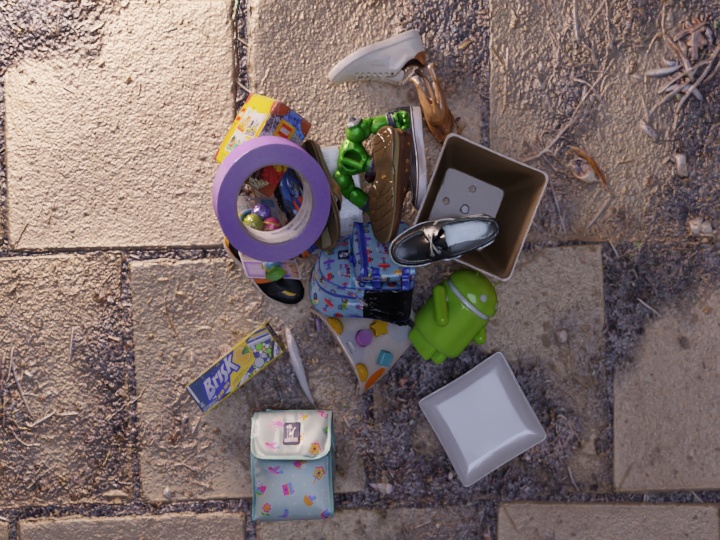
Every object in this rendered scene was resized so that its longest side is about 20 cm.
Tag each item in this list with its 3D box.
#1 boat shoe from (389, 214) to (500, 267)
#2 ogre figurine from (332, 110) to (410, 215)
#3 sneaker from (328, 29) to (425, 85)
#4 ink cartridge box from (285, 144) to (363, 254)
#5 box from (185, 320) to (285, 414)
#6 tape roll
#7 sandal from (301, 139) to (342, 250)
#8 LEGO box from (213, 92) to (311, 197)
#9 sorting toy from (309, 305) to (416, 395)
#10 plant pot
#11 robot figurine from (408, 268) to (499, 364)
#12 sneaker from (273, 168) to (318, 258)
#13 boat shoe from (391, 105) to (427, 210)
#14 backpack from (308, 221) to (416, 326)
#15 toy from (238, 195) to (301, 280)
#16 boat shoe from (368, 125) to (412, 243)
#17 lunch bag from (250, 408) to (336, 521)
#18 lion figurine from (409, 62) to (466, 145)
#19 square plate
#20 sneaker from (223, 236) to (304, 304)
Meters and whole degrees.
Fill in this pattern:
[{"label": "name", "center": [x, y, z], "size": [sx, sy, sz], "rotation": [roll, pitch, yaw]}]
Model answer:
[{"label": "boat shoe", "center": [0.144, -0.055, 1.211], "size": [0.195, 0.060, 0.078], "rotation": [-20, 94, 2]}, {"label": "ogre figurine", "center": [0.014, -0.206, 1.316], "size": [0.117, 0.100, 0.202], "rotation": [13, 131, -14]}, {"label": "sneaker", "center": [0.036, -0.390, 1.367], "size": [0.195, 0.073, 0.087], "rotation": [-23, 90, -1]}, {"label": "ink cartridge box", "center": [-0.073, -0.140, 1.399], "size": [0.157, 0.050, 0.206], "rotation": [-7, 104, -1]}, {"label": "box", "center": [-0.245, 0.191, 1.393], "size": [0.198, 0.064, 0.071], "rotation": [-38, 93, 1]}, {"label": "tape roll", "center": [-0.151, -0.121, 1.205], "size": [0.194, 0.066, 0.206], "rotation": [-8, 114, -17]}, {"label": "sandal", "center": [-0.066, -0.141, 1.300], "size": [0.053, 0.079, 0.206], "rotation": [-5, 79, -44]}, {"label": "LEGO box", "center": [-0.186, -0.236, 1.303], "size": [0.076, 0.200, 0.151], "rotation": [30, 93, -29]}, {"label": "sorting toy", "center": [0.028, 0.110, 1.389], "size": [0.178, 0.107, 0.203], "rotation": [-32, 93, -18]}, {"label": "plant pot", "center": [0.207, -0.116, 1.326], "size": [0.195, 0.177, 0.205], "rotation": [22, 93, -2]}, {"label": "robot figurine", "center": [0.182, 0.083, 1.355], "size": [0.174, 0.116, 0.201], "rotation": [26, 110, -45]}, {"label": "sneaker", "center": [-0.116, -0.131, 1.346], "size": [0.077, 0.075, 0.205], "rotation": [-20, 102, -17]}, {"label": "boat shoe", "center": [0.092, -0.218, 1.375], "size": [0.066, 0.072, 0.207], "rotation": [-5, 90, -2]}, {"label": "backpack", "center": [0.000, 0.000, 1.321], "size": [0.194, 0.185, 0.137], "rotation": [2, 133, -1]}, {"label": "toy", "center": [-0.179, -0.075, 1.316], "size": [0.113, 0.047, 0.204], "rotation": [2, 53, -34]}, {"label": "boat shoe", "center": [0.062, -0.151, 1.260], "size": [0.066, 0.071, 0.207], "rotation": [-1, 98, -36]}, {"label": "lunch bag", "center": [-0.129, 0.373, 1.375], "size": [0.165, 0.122, 0.207], "rotation": [-2, 84, 2]}, {"label": "lion figurine", "center": [0.141, -0.300, 1.316], "size": [0.071, 0.199, 0.126], "rotation": [-18, 86, 20]}, {"label": "square plate", "center": [0.244, 0.297, 1.418], "size": [0.197, 0.028, 0.201], "rotation": [-30, 93, 1]}, {"label": "sneaker", "center": [-0.186, -0.013, 1.363], "size": [0.200, 0.090, 0.070], "rotation": [43, 68, 0]}]
